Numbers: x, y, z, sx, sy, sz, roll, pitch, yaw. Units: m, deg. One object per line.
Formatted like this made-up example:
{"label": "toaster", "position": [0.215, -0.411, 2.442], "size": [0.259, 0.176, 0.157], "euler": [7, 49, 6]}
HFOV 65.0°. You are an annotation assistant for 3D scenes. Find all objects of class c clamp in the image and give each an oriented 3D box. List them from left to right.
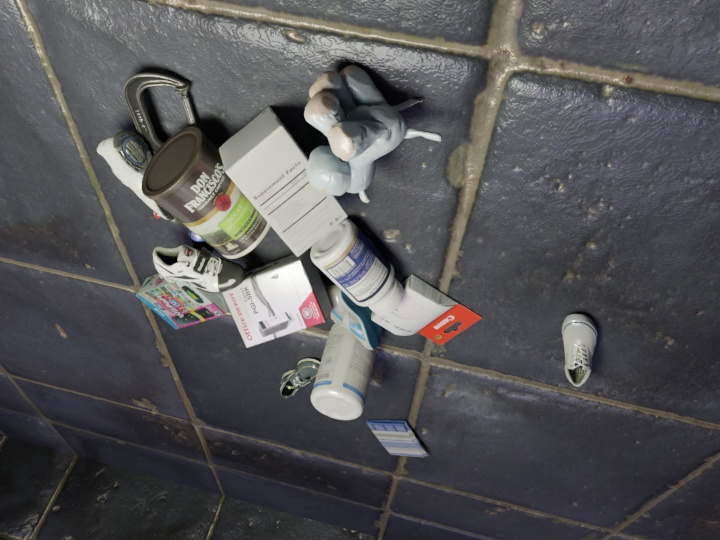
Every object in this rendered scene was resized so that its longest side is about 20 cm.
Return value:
{"label": "c clamp", "position": [-0.322, -0.266, 1.009], "size": [0.166, 0.028, 0.202], "euler": [-5, 139, 6]}

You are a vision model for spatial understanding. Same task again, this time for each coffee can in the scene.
{"label": "coffee can", "position": [-0.272, -0.137, 1.028], "size": [0.143, 0.150, 0.200], "euler": [-12, 144, 30]}

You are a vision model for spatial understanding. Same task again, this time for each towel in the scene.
{"label": "towel", "position": [0.118, 0.528, 1.781], "size": [0.144, 0.024, 0.202], "euler": [-7, 133, 30]}

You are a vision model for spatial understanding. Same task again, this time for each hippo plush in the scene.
{"label": "hippo plush", "position": [-0.015, -0.206, 0.887], "size": [0.196, 0.162, 0.161], "euler": [-13, 156, -31]}

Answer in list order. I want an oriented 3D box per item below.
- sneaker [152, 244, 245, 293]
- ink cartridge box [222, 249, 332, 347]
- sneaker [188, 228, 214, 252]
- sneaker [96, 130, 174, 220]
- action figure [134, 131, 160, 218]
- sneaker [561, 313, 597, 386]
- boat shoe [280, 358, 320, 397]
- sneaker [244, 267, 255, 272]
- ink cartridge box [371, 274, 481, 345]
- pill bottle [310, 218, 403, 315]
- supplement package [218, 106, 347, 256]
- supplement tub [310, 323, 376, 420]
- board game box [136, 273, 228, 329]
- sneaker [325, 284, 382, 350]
{"label": "sneaker", "position": [-0.337, -0.009, 1.164], "size": [0.194, 0.076, 0.089], "euler": [6, 149, 4]}
{"label": "ink cartridge box", "position": [-0.179, 0.062, 1.221], "size": [0.196, 0.083, 0.150], "euler": [-19, 103, 14]}
{"label": "sneaker", "position": [-0.322, -0.099, 1.169], "size": [0.073, 0.080, 0.202], "euler": [12, 141, 5]}
{"label": "sneaker", "position": [-0.411, -0.177, 1.068], "size": [0.085, 0.075, 0.202], "euler": [4, 140, 30]}
{"label": "action figure", "position": [-0.422, -0.181, 1.139], "size": [0.064, 0.053, 0.202], "euler": [10, 142, 0]}
{"label": "sneaker", "position": [0.468, 0.174, 1.203], "size": [0.071, 0.072, 0.202], "euler": [-4, 136, 23]}
{"label": "boat shoe", "position": [-0.168, 0.308, 1.598], "size": [0.072, 0.063, 0.199], "euler": [33, 138, -20]}
{"label": "sneaker", "position": [-0.235, 0.074, 1.348], "size": [0.089, 0.077, 0.202], "euler": [-3, 133, 38]}
{"label": "ink cartridge box", "position": [0.145, 0.107, 1.264], "size": [0.198, 0.058, 0.162], "euler": [34, 138, -12]}
{"label": "pill bottle", "position": [0.000, 0.000, 1.141], "size": [0.109, 0.113, 0.200], "euler": [-19, 129, 36]}
{"label": "supplement package", "position": [-0.133, -0.152, 0.973], "size": [0.119, 0.122, 0.201], "euler": [-36, 124, 3]}
{"label": "supplement tub", "position": [-0.036, 0.240, 1.361], "size": [0.128, 0.203, 0.134], "euler": [10, 141, 8]}
{"label": "board game box", "position": [-0.439, 0.065, 1.416], "size": [0.197, 0.065, 0.148], "euler": [-15, 131, 34]}
{"label": "sneaker", "position": [-0.016, 0.106, 1.308], "size": [0.079, 0.077, 0.202], "euler": [-7, 128, 37]}
